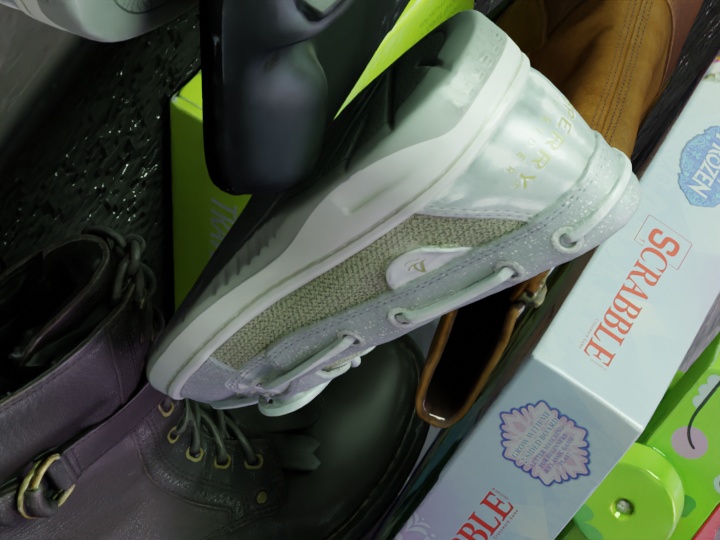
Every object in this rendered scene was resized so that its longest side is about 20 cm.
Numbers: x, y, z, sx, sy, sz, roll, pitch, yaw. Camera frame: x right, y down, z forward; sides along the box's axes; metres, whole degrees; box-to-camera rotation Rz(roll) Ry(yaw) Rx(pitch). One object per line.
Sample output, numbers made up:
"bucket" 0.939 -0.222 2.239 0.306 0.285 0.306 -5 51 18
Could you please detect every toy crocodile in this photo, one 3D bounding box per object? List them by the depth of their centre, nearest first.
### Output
"toy crocodile" 0.087 0.097 0.949 0.200 0.062 0.068 -55 179 27

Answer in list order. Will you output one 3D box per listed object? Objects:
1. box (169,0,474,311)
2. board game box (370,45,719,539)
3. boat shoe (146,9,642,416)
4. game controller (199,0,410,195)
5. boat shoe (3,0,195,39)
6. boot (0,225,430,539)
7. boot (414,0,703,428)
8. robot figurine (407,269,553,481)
"box" -0.016 -0.026 0.987 0.122 0.048 0.200 -48 160 -30
"board game box" 0.061 0.041 0.906 0.200 0.041 0.200 -56 179 41
"boat shoe" 0.001 -0.001 0.748 0.202 0.065 0.074 -40 -164 55
"game controller" 0.009 -0.109 0.711 0.200 0.042 0.104 -59 170 -37
"boat shoe" -0.050 -0.107 0.715 0.202 0.065 0.075 -38 140 -60
"boot" -0.063 0.045 0.878 0.200 0.069 0.174 -37 147 -18
"boot" 0.056 -0.018 0.872 0.188 0.068 0.200 -54 -169 41
"robot figurine" 0.061 0.034 1.193 0.169 0.113 0.200 -16 143 -25
